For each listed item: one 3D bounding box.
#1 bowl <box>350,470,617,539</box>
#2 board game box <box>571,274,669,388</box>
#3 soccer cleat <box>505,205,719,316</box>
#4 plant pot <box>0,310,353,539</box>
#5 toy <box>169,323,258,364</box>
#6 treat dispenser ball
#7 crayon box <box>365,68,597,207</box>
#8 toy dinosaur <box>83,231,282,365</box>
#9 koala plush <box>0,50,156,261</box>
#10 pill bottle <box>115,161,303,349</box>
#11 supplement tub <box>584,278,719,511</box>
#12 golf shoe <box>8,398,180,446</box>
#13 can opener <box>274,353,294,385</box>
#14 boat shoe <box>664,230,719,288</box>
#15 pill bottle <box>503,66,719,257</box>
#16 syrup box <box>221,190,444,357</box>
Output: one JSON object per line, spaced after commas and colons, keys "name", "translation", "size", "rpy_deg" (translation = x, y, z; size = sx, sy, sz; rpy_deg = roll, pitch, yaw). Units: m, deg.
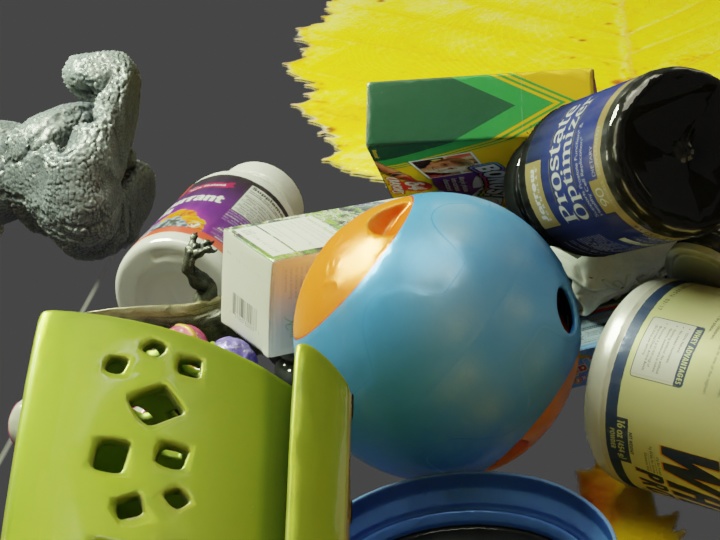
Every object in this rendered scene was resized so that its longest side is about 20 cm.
{"name": "bowl", "translation": [0.063, 0.193, 1.244], "size": [0.200, 0.039, 0.201], "rpy_deg": [-6, 25, 3]}
{"name": "board game box", "translation": [0.169, 0.019, 1.534], "size": [0.151, 0.037, 0.200], "rpy_deg": [-15, 31, 16]}
{"name": "soccer cleat", "translation": [0.190, -0.007, 1.467], "size": [0.199, 0.069, 0.085], "rpy_deg": [-2, 63, 12]}
{"name": "plant pot", "translation": [-0.095, 0.157, 1.124], "size": [0.181, 0.200, 0.199], "rpy_deg": [1, 51, 0]}
{"name": "toy", "translation": [-0.128, 0.068, 1.481], "size": [0.200, 0.047, 0.115], "rpy_deg": [3, -17, 27]}
{"name": "treat dispenser ball", "translation": [0.053, 0.046, 1.373], "size": [0.200, 0.201, 0.201], "rpy_deg": [-5, 24, 2]}
{"name": "crayon box", "translation": [0.104, -0.096, 1.558], "size": [0.172, 0.058, 0.200], "rpy_deg": [-2, -14, 9]}
{"name": "toy dinosaur", "translation": [-0.110, 0.024, 1.528], "size": [0.200, 0.088, 0.047], "rpy_deg": [13, 19, -28]}
{"name": "koala plush", "translation": [-0.308, -0.092, 1.814], "size": [0.199, 0.178, 0.184], "rpy_deg": [1, 35, 8]}
{"name": "pill bottle", "translation": [-0.118, -0.017, 1.661], "size": [0.111, 0.112, 0.200], "rpy_deg": [2, 25, 18]}
{"name": "supplement tub", "translation": [0.263, 0.091, 1.290], "size": [0.200, 0.145, 0.145], "rpy_deg": [13, 31, 37]}
{"name": "golf shoe", "translation": [-0.168, 0.106, 1.417], "size": [0.199, 0.076, 0.092], "rpy_deg": [0, -13, 16]}
{"name": "can opener", "translation": [0.023, 0.040, 1.572], "size": [0.200, 0.053, 0.067], "rpy_deg": [-28, 38, -34]}
{"name": "boat shoe", "translation": [0.275, 0.005, 1.392], "size": [0.074, 0.200, 0.060], "rpy_deg": [19, 79, 39]}
{"name": "pill bottle", "translation": [0.175, -0.068, 1.347], "size": [0.112, 0.112, 0.200], "rpy_deg": [-16, 0, -21]}
{"name": "syrup box", "translation": [0.000, 0.000, 1.498], "size": [0.200, 0.082, 0.079], "rpy_deg": [-10, 25, -30]}
